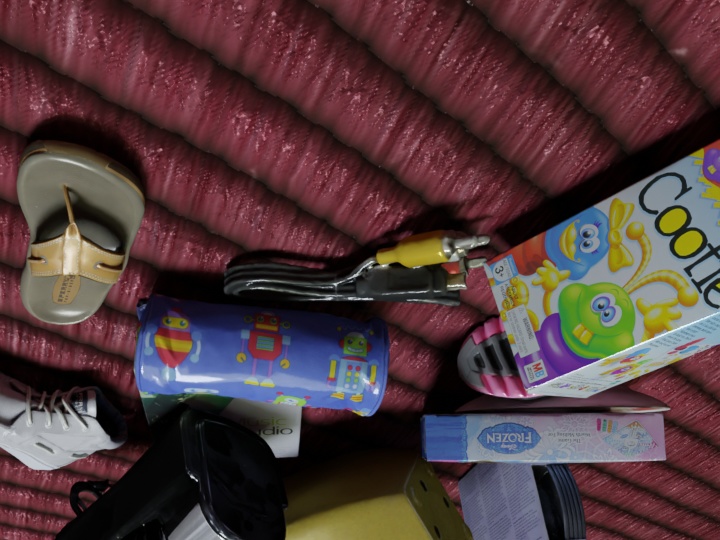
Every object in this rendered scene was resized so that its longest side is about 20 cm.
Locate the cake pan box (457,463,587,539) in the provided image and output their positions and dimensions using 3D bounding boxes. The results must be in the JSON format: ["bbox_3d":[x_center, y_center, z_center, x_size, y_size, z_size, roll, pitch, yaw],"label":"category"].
[{"bbox_3d":[0.178,0.285,0.930,0.052,0.185,0.201,2,144,-18],"label":"cake pan box"}]

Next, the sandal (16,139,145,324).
[{"bbox_3d":[-0.192,-0.009,0.561,0.080,0.054,0.200,9,143,-21],"label":"sandal"}]

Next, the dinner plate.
[{"bbox_3d":[0.188,0.124,0.797,0.198,0.024,0.200,-1,167,0],"label":"dinner plate"}]

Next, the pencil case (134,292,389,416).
[{"bbox_3d":[-0.078,0.067,0.654,0.198,0.079,0.087,7,154,-11],"label":"pencil case"}]

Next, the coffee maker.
[{"bbox_3d":[-0.180,0.219,0.756,0.200,0.193,0.134,-43,154,16],"label":"coffee maker"}]

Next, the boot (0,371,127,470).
[{"bbox_3d":[-0.276,0.116,0.727,0.095,0.074,0.200,-16,153,3],"label":"boot"}]

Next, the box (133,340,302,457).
[{"bbox_3d":[-0.125,0.123,0.779,0.143,0.037,0.201,-2,144,-7],"label":"box"}]

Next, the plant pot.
[{"bbox_3d":[0.004,0.295,0.869,0.199,0.195,0.195,-32,180,16],"label":"plant pot"}]

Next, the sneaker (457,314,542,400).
[{"bbox_3d":[0.185,0.072,0.731,0.198,0.080,0.095,-14,156,14],"label":"sneaker"}]

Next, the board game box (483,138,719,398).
[{"bbox_3d":[0.205,0.004,0.581,0.199,0.104,0.105,-29,155,30],"label":"board game box"}]

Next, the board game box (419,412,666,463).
[{"bbox_3d":[0.156,0.156,0.785,0.197,0.044,0.200,-2,169,3],"label":"board game box"}]

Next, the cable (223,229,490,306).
[{"bbox_3d":[0.000,0.000,0.637,0.198,0.051,0.097,-1,164,15],"label":"cable"}]
